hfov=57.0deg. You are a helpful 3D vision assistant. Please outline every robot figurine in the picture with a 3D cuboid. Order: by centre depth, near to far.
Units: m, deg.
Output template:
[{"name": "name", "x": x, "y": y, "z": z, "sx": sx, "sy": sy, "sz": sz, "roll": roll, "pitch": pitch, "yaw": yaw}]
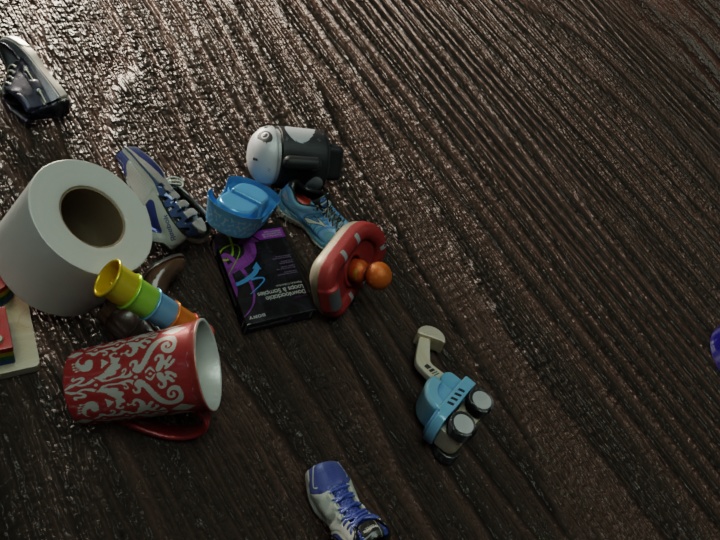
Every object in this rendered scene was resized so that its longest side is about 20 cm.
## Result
[{"name": "robot figurine", "x": -0.136, "y": -0.233, "z": 1.363, "sx": 0.196, "sy": 0.150, "sz": 0.128, "roll": 1, "pitch": 69, "yaw": -24}]

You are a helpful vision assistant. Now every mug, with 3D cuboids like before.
[{"name": "mug", "x": -0.312, "y": 0.176, "z": 0.970, "sx": 0.195, "sy": 0.133, "sz": 0.182, "roll": -9, "pitch": 90, "yaw": 0}]

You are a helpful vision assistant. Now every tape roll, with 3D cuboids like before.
[{"name": "tape roll", "x": -0.449, "y": -0.050, "z": 1.041, "sx": 0.201, "sy": 0.138, "sz": 0.206, "roll": 34, "pitch": 38, "yaw": -32}]

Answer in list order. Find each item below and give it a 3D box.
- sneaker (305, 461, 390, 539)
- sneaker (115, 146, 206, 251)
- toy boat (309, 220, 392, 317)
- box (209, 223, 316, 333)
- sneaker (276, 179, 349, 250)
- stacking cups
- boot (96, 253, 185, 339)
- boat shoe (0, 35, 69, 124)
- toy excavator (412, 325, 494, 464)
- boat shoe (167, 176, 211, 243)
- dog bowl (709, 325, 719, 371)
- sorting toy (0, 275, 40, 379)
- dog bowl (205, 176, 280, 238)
[{"name": "sneaker", "x": -0.007, "y": 0.374, "z": 0.987, "sx": 0.079, "sy": 0.116, "sz": 0.202, "roll": -7, "pitch": 60, "yaw": -31}, {"name": "sneaker", "x": -0.375, "y": -0.111, "z": 1.161, "sx": 0.200, "sy": 0.115, "sz": 0.081, "roll": 51, "pitch": 6, "yaw": -4}, {"name": "toy boat", "x": 0.000, "y": 0.000, "z": 1.238, "sx": 0.128, "sy": 0.132, "sz": 0.201, "roll": 14, "pitch": 46, "yaw": 24}, {"name": "box", "x": -0.181, "y": 0.010, "z": 1.230, "sx": 0.140, "sy": 0.036, "sz": 0.203, "roll": -11, "pitch": 63, "yaw": -30}, {"name": "sneaker", "x": -0.078, "y": -0.108, "z": 1.324, "sx": 0.198, "sy": 0.090, "sz": 0.079, "roll": 32, "pitch": 50, "yaw": -3}, {"name": "stacking cups", "x": -0.304, "y": 0.055, "z": 1.006, "sx": 0.199, "sy": 0.060, "sz": 0.062, "roll": 39, "pitch": 37, "yaw": -43}, {"name": "boot", "x": -0.303, "y": 0.091, "z": 1.098, "sx": 0.199, "sy": 0.065, "sz": 0.186, "roll": 40, "pitch": 63, "yaw": 11}, {"name": "boat shoe", "x": -0.648, "y": -0.364, "z": 1.257, "sx": 0.200, "sy": 0.075, "sz": 0.092, "roll": 45, "pitch": 43, "yaw": 10}, {"name": "toy excavator", "x": 0.144, "y": 0.211, "z": 1.204, "sx": 0.199, "sy": 0.101, "sz": 0.194, "roll": 38, "pitch": 48, "yaw": 16}, {"name": "boat shoe", "x": -0.357, "y": -0.134, "z": 1.235, "sx": 0.200, "sy": 0.062, "sz": 0.075, "roll": 44, "pitch": 52, "yaw": 10}, {"name": "dog bowl", "x": 0.935, "y": 0.201, "z": 1.568, "sx": 0.196, "sy": 0.079, "sz": 0.203, "roll": 12, "pitch": 52, "yaw": -16}, {"name": "sorting toy", "x": -0.598, "y": 0.067, "z": 0.980, "sx": 0.196, "sy": 0.070, "sz": 0.201, "roll": -11, "pitch": 62, "yaw": -29}, {"name": "dog bowl", "x": -0.223, "y": -0.119, "z": 1.245, "sx": 0.110, "sy": 0.050, "sz": 0.200, "roll": 26, "pitch": 24, "yaw": 0}]
